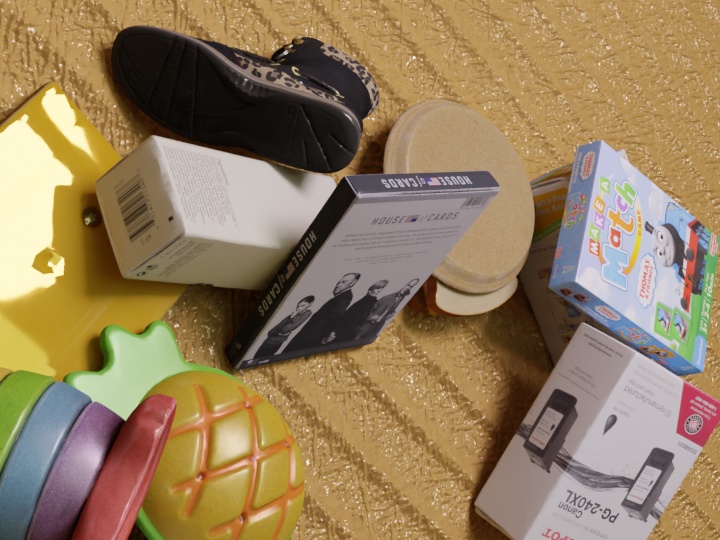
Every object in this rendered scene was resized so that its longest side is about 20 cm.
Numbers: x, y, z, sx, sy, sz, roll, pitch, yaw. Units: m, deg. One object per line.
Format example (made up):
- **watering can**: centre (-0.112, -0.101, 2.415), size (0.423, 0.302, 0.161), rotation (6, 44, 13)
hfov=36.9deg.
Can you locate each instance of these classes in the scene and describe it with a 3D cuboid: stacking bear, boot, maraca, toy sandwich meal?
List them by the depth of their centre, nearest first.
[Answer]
- **stacking bear**: centre (-0.223, 0.101, 0.624), size (0.200, 0.114, 0.122), rotation (22, 67, -3)
- **maraca**: centre (-0.117, 0.123, 0.743), size (0.200, 0.107, 0.137), rotation (47, 45, -18)
- **boot**: centre (-0.081, -0.148, 0.854), size (0.200, 0.073, 0.151), rotation (19, 25, 5)
- **toy sandwich meal**: centre (0.084, -0.057, 0.999), size (0.205, 0.070, 0.205), rotation (14, 66, -36)

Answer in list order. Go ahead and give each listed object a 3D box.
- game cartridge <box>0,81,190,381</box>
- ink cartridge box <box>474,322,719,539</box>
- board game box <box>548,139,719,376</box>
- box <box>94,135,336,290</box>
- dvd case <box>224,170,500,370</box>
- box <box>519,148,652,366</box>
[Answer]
- **game cartridge**: centre (-0.219, -0.003, 0.736), size (0.176, 0.032, 0.200), rotation (51, 53, -20)
- **ink cartridge box**: centre (0.219, 0.171, 0.986), size (0.145, 0.083, 0.200), rotation (28, 93, -33)
- **board game box**: centre (0.266, -0.009, 1.028), size (0.200, 0.037, 0.151), rotation (31, 62, -31)
- **box**: centre (-0.090, -0.035, 0.792), size (0.200, 0.068, 0.082), rotation (9, 55, -53)
- **dvd case**: centre (0.000, 0.000, 0.824), size (0.150, 0.200, 0.025), rotation (-7, 55, -43)
- **box**: centre (0.233, -0.007, 1.092), size (0.112, 0.101, 0.200), rotation (-29, 99, -42)
